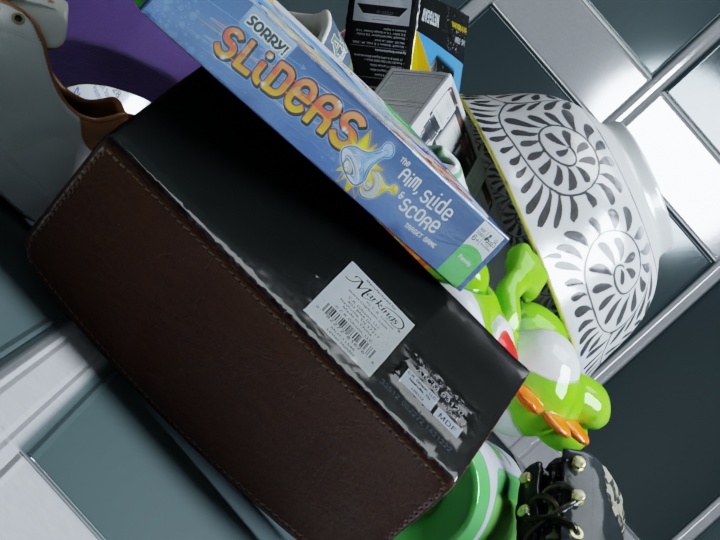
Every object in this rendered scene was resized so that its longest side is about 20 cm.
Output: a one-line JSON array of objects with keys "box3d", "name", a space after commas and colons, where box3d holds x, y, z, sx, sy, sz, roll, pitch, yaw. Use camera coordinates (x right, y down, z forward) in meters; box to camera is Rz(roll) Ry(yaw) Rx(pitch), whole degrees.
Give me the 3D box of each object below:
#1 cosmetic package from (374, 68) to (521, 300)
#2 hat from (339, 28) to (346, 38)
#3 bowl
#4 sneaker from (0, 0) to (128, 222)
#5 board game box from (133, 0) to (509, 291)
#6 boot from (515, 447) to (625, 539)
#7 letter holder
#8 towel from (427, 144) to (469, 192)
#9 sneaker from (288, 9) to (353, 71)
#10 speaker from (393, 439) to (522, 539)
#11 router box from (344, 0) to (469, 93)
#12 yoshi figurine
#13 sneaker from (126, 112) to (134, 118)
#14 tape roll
[{"box3d": [0.048, -0.019, 1.182, 0.050, 0.083, 0.201, 11, -41, 36], "name": "cosmetic package"}, {"box3d": [-0.082, -0.135, 1.232, 0.164, 0.178, 0.200, 17, -12, 1], "name": "hat"}, {"box3d": [0.138, -0.035, 1.208, 0.201, 0.094, 0.202, 157, -90, -89], "name": "bowl"}, {"box3d": [-0.187, -0.118, 0.869, 0.200, 0.085, 0.073, 46, 5, -28], "name": "sneaker"}, {"box3d": [-0.030, -0.086, 0.841, 0.200, 0.034, 0.136, 41, 8, -32], "name": "board game box"}, {"box3d": [0.095, 0.156, 1.003, 0.204, 0.073, 0.155, 55, 28, -45], "name": "boot"}, {"box3d": [-0.054, 0.037, 0.842, 0.200, 0.142, 0.101, 45, 34, -1], "name": "letter holder"}, {"box3d": [0.000, 0.000, 1.141, 0.023, 0.151, 0.201, -68, 158, -43], "name": "towel"}, {"box3d": [-0.100, -0.130, 1.096, 0.090, 0.198, 0.068, 96, 2, -58], "name": "sneaker"}, {"box3d": [0.047, 0.131, 1.092, 0.089, 0.088, 0.200, 49, 2, 15], "name": "speaker"}, {"box3d": [0.027, -0.108, 1.281, 0.051, 0.151, 0.200, 8, 5, 11], "name": "router box"}, {"box3d": [0.060, 0.032, 1.080, 0.200, 0.112, 0.113, 38, 50, -33], "name": "yoshi figurine"}, {"box3d": [-0.082, 0.006, 0.967, 0.201, 0.081, 0.088, 55, -3, -12], "name": "sneaker"}, {"box3d": [-0.090, -0.074, 1.004, 0.199, 0.066, 0.201, 25, -26, 13], "name": "tape roll"}]
